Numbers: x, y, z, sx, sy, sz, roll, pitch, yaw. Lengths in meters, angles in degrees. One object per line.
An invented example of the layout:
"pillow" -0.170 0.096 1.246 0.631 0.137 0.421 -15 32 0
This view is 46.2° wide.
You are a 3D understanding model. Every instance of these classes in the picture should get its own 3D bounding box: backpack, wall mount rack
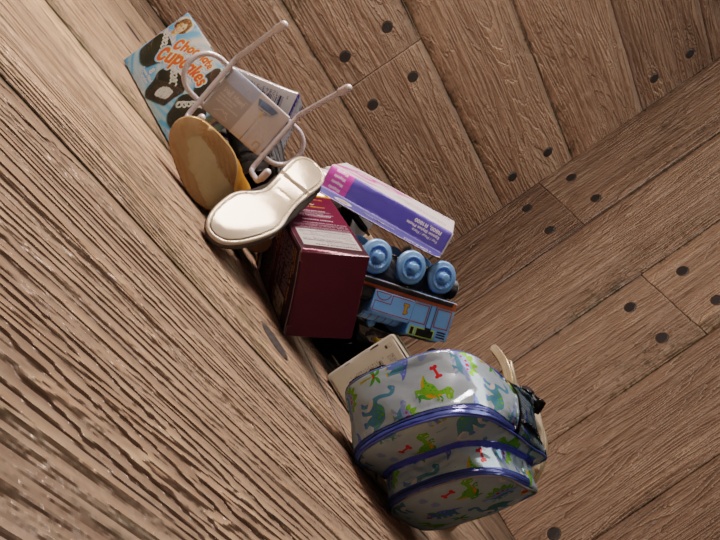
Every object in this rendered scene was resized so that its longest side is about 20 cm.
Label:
"backpack" 0.089 0.179 0.890 0.200 0.183 0.147 42 31 -44
"wall mount rack" -0.119 -0.213 1.061 0.200 0.174 0.075 39 7 -33

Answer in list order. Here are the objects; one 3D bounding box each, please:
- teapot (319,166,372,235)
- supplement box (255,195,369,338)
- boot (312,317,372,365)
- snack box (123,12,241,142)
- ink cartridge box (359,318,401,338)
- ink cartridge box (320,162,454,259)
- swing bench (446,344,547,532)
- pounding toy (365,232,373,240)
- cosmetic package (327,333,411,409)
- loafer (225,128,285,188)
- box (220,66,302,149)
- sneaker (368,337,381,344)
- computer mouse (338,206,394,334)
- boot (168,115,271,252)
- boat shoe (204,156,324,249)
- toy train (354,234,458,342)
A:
"teapot" -0.078 -0.105 1.379 0.200 0.146 0.197 28 -17 -20
"supplement box" -0.065 -0.012 1.040 0.200 0.085 0.111 -123 -138 -60
"boot" -0.057 0.048 1.239 0.151 0.073 0.200 55 1 31
"snack box" -0.240 -0.257 1.154 0.200 0.116 0.037 56 2 34
"ink cartridge box" 0.022 0.039 1.353 0.200 0.099 0.039 63 28 -45
"ink cartridge box" 0.042 -0.092 1.212 0.196 0.043 0.200 29 10 1
"swing bench" 0.160 0.239 1.189 0.199 0.200 0.130 54 11 -46
"pounding toy" -0.025 -0.026 1.534 0.142 0.200 0.184 55 1 -13
"cosmetic package" 0.024 0.142 1.154 0.073 0.103 0.200 57 2 7
"loafer" -0.139 -0.147 1.154 0.070 0.068 0.201 -38 108 -61
"box" -0.197 -0.257 1.333 0.183 0.105 0.200 22 4 -4
"sneaker" 0.058 0.190 1.317 0.200 0.082 0.078 49 1 4
"computer mouse" 0.000 0.000 1.246 0.200 0.046 0.141 48 35 -37
"boot" -0.183 -0.116 1.040 0.201 0.071 0.144 59 -7 -32
"boat shoe" -0.110 -0.066 0.964 0.067 0.057 0.200 43 43 4
"toy train" 0.043 0.025 1.135 0.199 0.115 0.087 17 -1 -29
